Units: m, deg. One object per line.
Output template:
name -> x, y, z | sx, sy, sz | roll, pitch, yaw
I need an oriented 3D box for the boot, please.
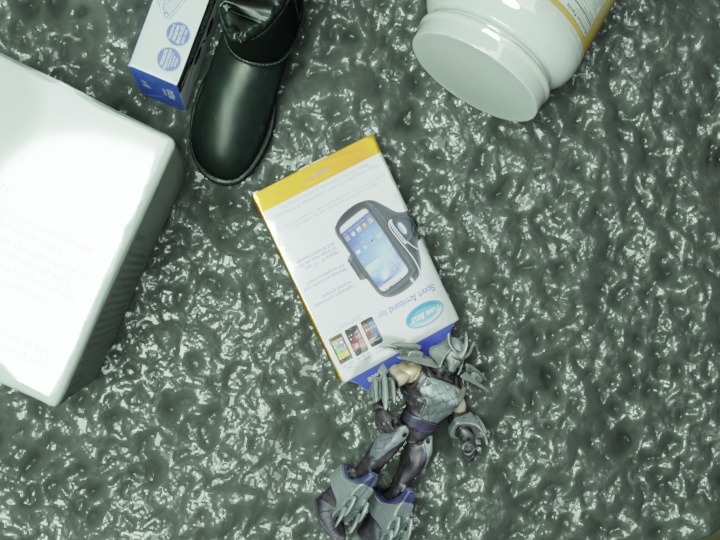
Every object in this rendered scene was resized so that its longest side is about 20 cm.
boot -> -0.087, -0.174, 0.665 | 0.072, 0.162, 0.202 | 20, 86, -6

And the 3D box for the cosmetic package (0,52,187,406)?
cosmetic package -> -0.245, -0.032, 0.637 | 0.162, 0.165, 0.203 | 25, 86, -7

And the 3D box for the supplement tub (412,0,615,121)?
supplement tub -> 0.143, -0.244, 0.710 | 0.143, 0.144, 0.202 | 31, 85, -6

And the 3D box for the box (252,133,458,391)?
box -> 0.000, 0.000, 0.737 | 0.117, 0.041, 0.203 | -26, 95, -8

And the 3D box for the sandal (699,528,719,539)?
sandal -> 0.376, 0.202, 0.775 | 0.198, 0.080, 0.055 | -32, 71, -4

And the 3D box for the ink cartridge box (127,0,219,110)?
ink cartridge box -> -0.131, -0.242, 0.695 | 0.043, 0.094, 0.204 | 19, 86, -7

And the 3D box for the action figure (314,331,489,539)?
action figure -> 0.043, 0.141, 0.711 | 0.128, 0.069, 0.203 | 25, 98, -24
